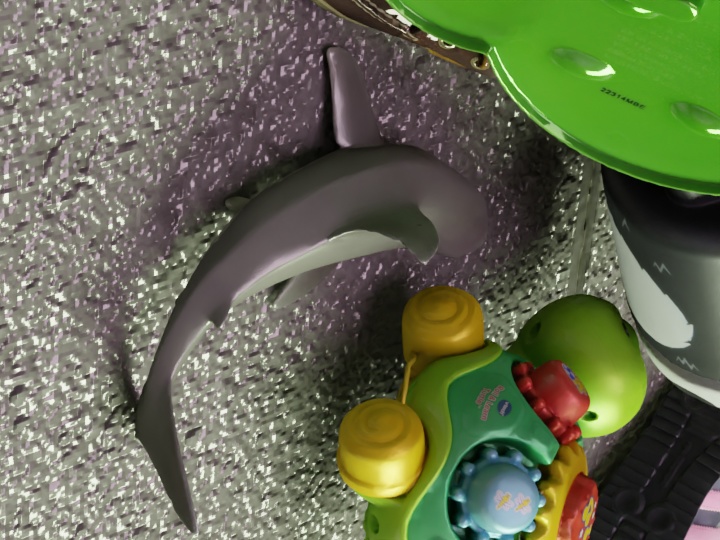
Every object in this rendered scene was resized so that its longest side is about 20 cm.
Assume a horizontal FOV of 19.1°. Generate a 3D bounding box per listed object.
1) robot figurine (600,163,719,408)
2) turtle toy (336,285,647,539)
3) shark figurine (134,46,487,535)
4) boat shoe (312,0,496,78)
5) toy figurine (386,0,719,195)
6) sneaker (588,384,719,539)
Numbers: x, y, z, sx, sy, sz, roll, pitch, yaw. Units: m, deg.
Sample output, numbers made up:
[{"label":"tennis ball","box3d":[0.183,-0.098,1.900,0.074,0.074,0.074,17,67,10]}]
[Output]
[{"label":"robot figurine","box3d":[0.173,-0.021,0.966,0.150,0.125,0.200,-56,150,-25]},{"label":"turtle toy","box3d":[0.064,0.083,0.973,0.146,0.101,0.200,86,26,-43]},{"label":"shark figurine","box3d":[-0.015,-0.001,0.873,0.214,0.089,0.128,-37,133,-29]},{"label":"boat shoe","box3d":[0.050,-0.116,0.883,0.200,0.072,0.072,21,96,-50]},{"label":"toy figurine","box3d":[0.123,-0.156,0.837,0.150,0.200,0.184,121,-8,-65]},{"label":"sneaker","box3d":[0.185,0.113,1.173,0.200,0.070,0.082,-46,155,-13]}]
